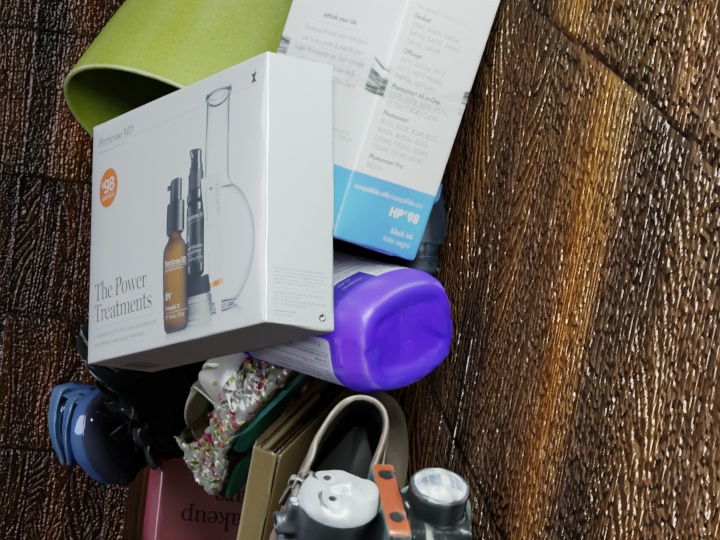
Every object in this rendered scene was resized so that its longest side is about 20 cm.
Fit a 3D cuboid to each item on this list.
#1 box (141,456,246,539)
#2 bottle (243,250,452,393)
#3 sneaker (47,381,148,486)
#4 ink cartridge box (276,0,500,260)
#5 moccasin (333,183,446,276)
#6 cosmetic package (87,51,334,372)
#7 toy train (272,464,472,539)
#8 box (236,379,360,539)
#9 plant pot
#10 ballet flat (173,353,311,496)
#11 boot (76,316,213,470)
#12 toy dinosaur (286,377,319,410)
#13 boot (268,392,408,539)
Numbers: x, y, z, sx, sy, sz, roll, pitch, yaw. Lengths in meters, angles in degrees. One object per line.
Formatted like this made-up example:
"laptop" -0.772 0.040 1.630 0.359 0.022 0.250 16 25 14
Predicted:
"box" -0.104 0.174 1.561 0.109 0.127 0.201 -167 83 -80
"bottle" -0.037 0.021 1.164 0.199 0.083 0.066 13 117 46
"sneaker" -0.205 0.122 1.489 0.200 0.082 0.074 79 -160 -85
"ink cartridge box" 0.008 -0.119 1.128 0.116 0.066 0.201 24 97 53
"moccasin" 0.000 0.000 1.230 0.200 0.080 0.069 128 140 -71
"cosmetic package" -0.090 -0.028 1.132 0.200 0.051 0.152 -15 70 52
"toy train" -0.002 0.187 1.020 0.085 0.113 0.201 -107 24 -54
"box" -0.039 0.160 1.293 0.163 0.021 0.201 -43 -30 -54
"plant pot" -0.080 -0.168 1.371 0.201 0.186 0.187 -64 3 -21
"ballet flat" -0.083 0.089 1.272 0.076 0.064 0.200 -42 -9 -34
"boot" -0.105 0.043 1.361 0.073 0.198 0.163 45 168 26
"toy dinosaur" -0.040 0.113 1.420 0.200 0.102 0.136 -43 -4 -42
"boot" -0.006 0.117 1.129 0.147 0.070 0.201 100 -174 -53
